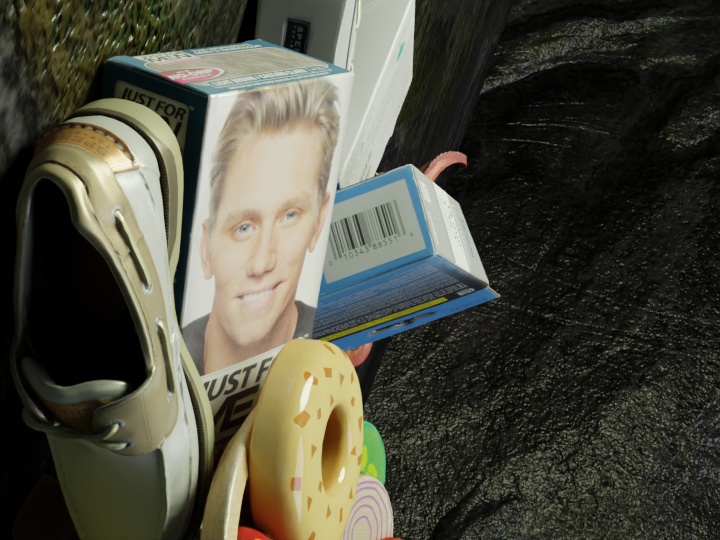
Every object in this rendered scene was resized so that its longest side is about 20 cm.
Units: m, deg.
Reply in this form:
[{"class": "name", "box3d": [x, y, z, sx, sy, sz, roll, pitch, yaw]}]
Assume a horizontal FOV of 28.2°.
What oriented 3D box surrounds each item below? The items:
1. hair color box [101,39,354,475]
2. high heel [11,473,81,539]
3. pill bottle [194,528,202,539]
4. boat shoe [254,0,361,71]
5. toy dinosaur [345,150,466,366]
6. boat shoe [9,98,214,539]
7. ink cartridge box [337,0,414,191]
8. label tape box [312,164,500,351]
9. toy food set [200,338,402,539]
[{"class": "hair color box", "box3d": [-0.068, 0.005, 0.640, 0.100, 0.060, 0.201, -20, 125, -52]}, {"class": "high heel", "box3d": [-0.110, 0.101, 0.754, 0.096, 0.067, 0.200, 89, 23, -46]}, {"class": "pill bottle", "box3d": [-0.104, 0.177, 0.628, 0.200, 0.109, 0.110, -8, 118, -63]}, {"class": "boat shoe", "box3d": [-0.039, -0.106, 0.827, 0.066, 0.072, 0.201, -35, 136, -73]}, {"class": "toy dinosaur", "box3d": [0.009, -0.010, 1.255, 0.105, 0.199, 0.182, 50, 26, -66]}, {"class": "boat shoe", "box3d": [-0.104, 0.038, 0.561, 0.068, 0.074, 0.201, -52, 142, -62]}, {"class": "ink cartridge box", "box3d": [-0.019, -0.103, 0.963, 0.200, 0.076, 0.137, 76, 35, -78]}, {"class": "label tape box", "box3d": [0.000, 0.000, 0.950, 0.200, 0.144, 0.064, 26, 46, -72]}, {"class": "toy food set", "box3d": [-0.014, 0.146, 0.638, 0.198, 0.048, 0.201, 61, 27, -48]}]
